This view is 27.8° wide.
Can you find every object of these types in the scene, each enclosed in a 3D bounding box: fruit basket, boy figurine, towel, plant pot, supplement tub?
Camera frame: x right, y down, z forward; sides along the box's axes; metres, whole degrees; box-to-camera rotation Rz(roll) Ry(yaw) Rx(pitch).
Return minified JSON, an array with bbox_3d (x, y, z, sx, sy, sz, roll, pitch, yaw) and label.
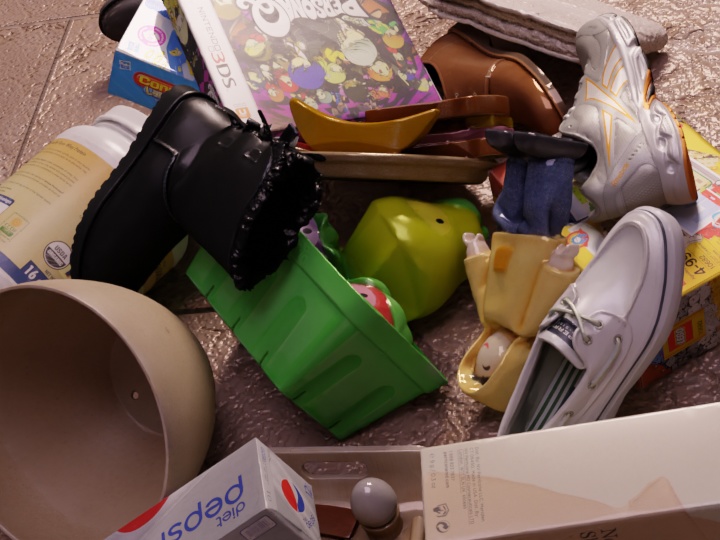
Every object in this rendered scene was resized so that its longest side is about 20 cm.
[{"bbox_3d":[0.000,0.000,1.100,0.215,0.156,0.216,-16,54,23],"label":"fruit basket"},{"bbox_3d":[0.109,0.000,1.045,0.064,0.201,0.124,6,8,-32],"label":"boy figurine"},{"bbox_3d":[0.160,-0.227,1.287,0.200,0.035,0.132,27,29,34],"label":"towel"},{"bbox_3d":[-0.182,0.093,1.052,0.200,0.201,0.134,10,17,26],"label":"plant pot"},{"bbox_3d":[-0.233,-0.027,1.190,0.144,0.145,0.200,27,61,36],"label":"supplement tub"}]

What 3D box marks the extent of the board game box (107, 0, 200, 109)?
[{"bbox_3d":[-0.100,-0.209,1.319,0.195,0.056,0.201,21,52,-3],"label":"board game box"}]

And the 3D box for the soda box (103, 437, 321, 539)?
[{"bbox_3d":[-0.123,0.198,0.950,0.200,0.063,0.068,-35,35,15],"label":"soda box"}]

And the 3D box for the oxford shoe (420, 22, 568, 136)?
[{"bbox_3d":[0.114,-0.150,1.250,0.071,0.071,0.200,-36,36,-9],"label":"oxford shoe"}]

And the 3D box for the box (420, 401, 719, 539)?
[{"bbox_3d":[0.145,0.154,0.932,0.199,0.095,0.078,-11,46,10],"label":"box"}]

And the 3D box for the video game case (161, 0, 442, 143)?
[{"bbox_3d":[-0.051,-0.190,1.263,0.199,0.036,0.182,-11,61,-25],"label":"video game case"}]

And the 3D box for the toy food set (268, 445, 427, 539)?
[{"bbox_3d":[-0.032,0.205,0.964,0.143,0.061,0.201,-3,47,16],"label":"toy food set"}]

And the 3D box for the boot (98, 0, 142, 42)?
[{"bbox_3d":[-0.167,-0.193,1.371,0.199,0.069,0.175,2,48,8],"label":"boot"}]

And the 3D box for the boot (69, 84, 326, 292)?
[{"bbox_3d":[-0.120,-0.034,1.066,0.162,0.073,0.199,33,96,42],"label":"boot"}]

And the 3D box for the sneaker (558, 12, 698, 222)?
[{"bbox_3d":[0.178,-0.116,1.082,0.092,0.076,0.200,-19,43,6],"label":"sneaker"}]

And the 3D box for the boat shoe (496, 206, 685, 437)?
[{"bbox_3d":[0.152,0.050,0.968,0.073,0.067,0.201,28,101,50],"label":"boat shoe"}]

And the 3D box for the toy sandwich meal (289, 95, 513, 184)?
[{"bbox_3d":[0.027,-0.107,1.165,0.204,0.205,0.071,3,93,21],"label":"toy sandwich meal"}]

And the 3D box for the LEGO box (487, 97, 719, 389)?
[{"bbox_3d":[0.212,-0.029,1.092,0.149,0.077,0.200,-29,46,-10],"label":"LEGO box"}]
